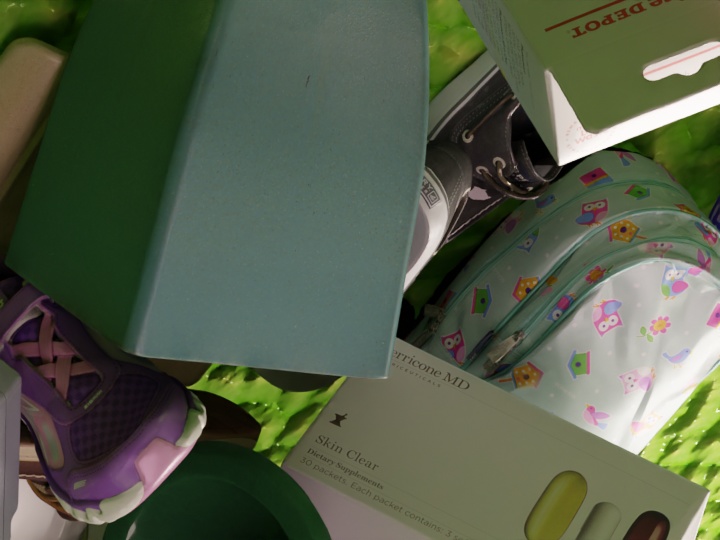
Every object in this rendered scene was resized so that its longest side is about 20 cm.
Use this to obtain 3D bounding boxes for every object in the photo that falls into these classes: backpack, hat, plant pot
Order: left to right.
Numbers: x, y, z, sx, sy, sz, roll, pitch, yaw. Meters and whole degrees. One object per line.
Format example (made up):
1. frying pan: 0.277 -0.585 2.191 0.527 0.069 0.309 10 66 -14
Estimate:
1. plant pot: -0.054 -0.072 1.025 0.140 0.141 0.202 8 101 -34
2. hat: -0.027 0.188 1.194 0.175 0.165 0.202 1 92 -54
3. backpack: 0.124 0.033 1.272 0.166 0.127 0.200 26 115 -40

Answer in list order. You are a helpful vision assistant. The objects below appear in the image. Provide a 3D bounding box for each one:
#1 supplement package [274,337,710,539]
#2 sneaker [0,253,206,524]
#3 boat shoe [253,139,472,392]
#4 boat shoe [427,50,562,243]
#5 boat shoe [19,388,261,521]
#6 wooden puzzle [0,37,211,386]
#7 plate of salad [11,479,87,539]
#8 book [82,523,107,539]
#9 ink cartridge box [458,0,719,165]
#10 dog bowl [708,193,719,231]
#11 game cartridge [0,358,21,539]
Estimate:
1. supplement package: 0.064 0.156 1.194 0.111 0.199 0.157 -52 159 -39
2. sneaker: -0.142 0.047 1.057 0.080 0.200 0.089 -41 120 -7
3. boat shoe: 0.000 0.000 1.204 0.057 0.069 0.200 -40 175 -42
4. boat shoe: 0.087 -0.074 1.180 0.070 0.067 0.200 21 122 -41
5. boat shoe: -0.145 0.103 1.186 0.199 0.072 0.072 3 115 -42
6. wooden puzzle: -0.129 -0.027 1.142 0.199 0.037 0.185 16 125 -34
7. plate of salad: -0.223 0.121 1.197 0.199 0.048 0.202 -20 119 -41
8. book: -0.094 0.206 1.253 0.132 0.201 0.048 8 133 -11
9. ink cartridge box: 0.116 -0.127 1.035 0.114 0.201 0.068 -21 141 -6
10. dog bowl: 0.299 -0.028 1.312 0.199 0.079 0.201 -25 143 -21
11. game cartridge: -0.250 0.050 1.049 0.041 0.199 0.134 -51 159 -46
